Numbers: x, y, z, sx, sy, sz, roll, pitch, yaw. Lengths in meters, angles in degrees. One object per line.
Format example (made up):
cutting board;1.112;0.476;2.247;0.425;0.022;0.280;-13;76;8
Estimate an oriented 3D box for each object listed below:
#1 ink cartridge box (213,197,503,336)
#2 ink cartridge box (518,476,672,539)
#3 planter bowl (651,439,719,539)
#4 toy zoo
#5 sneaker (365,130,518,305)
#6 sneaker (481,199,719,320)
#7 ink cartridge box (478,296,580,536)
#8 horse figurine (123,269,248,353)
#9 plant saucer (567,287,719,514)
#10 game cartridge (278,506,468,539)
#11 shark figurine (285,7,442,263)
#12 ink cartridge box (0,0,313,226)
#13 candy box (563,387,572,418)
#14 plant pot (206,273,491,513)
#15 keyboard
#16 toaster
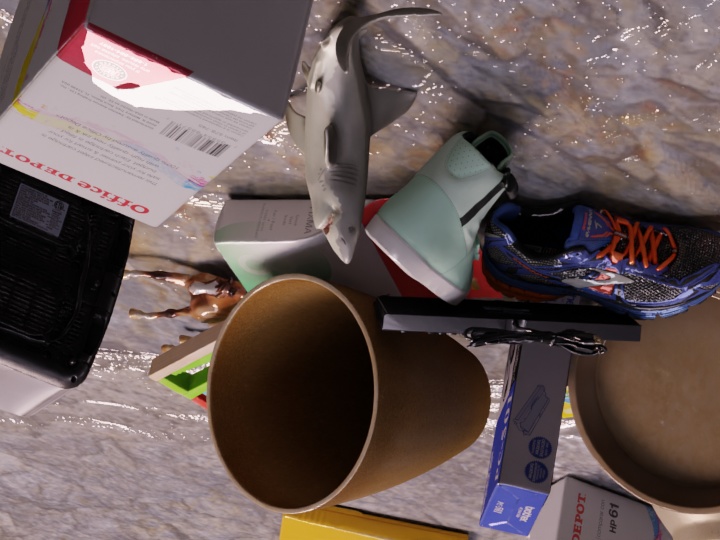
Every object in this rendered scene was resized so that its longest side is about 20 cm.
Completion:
ink cartridge box;0.000;0.000;1.692;0.199;0.050;0.161;2;151;21
ink cartridge box;0.256;0.308;2.047;0.200;0.145;0.085;20;150;-16
planter bowl;0.328;0.180;1.767;0.200;0.135;0.200;5;160;2
toy zoo;-0.068;0.110;1.816;0.200;0.021;0.131;33;140;-29
sneaker;0.080;-0.042;1.546;0.074;0.118;0.200;45;-176;13
sneaker;0.184;-0.013;1.574;0.199;0.076;0.079;1;147;16
ink cartridge box;0.137;0.101;1.661;0.044;0.200;0.094;12;152;-1
horse figurine;-0.126;0.047;1.818;0.132;0.050;0.200;-1;149;23
plant saucer;0.264;0.098;1.671;0.200;0.201;0.029;-6;-169;29
game cartridge;0.009;0.309;2.267;0.199;0.033;0.176;14;152;1
shark figurine;0.003;-0.126;1.460;0.089;0.128;0.215;-8;137;-17
ink cartridge box;-0.143;-0.146;1.375;0.145;0.145;0.200;24;149;-22
candy box;0.237;0.088;1.782;0.200;0.026;0.102;-10;149;35
plant pot;0.010;0.104;1.688;0.186;0.187;0.200;-16;164;41
keyboard;0.114;0.043;1.567;0.199;0.021;0.127;2;-170;-6
toaster;-0.283;0.003;1.667;0.200;0.181;0.119;24;152;-19
